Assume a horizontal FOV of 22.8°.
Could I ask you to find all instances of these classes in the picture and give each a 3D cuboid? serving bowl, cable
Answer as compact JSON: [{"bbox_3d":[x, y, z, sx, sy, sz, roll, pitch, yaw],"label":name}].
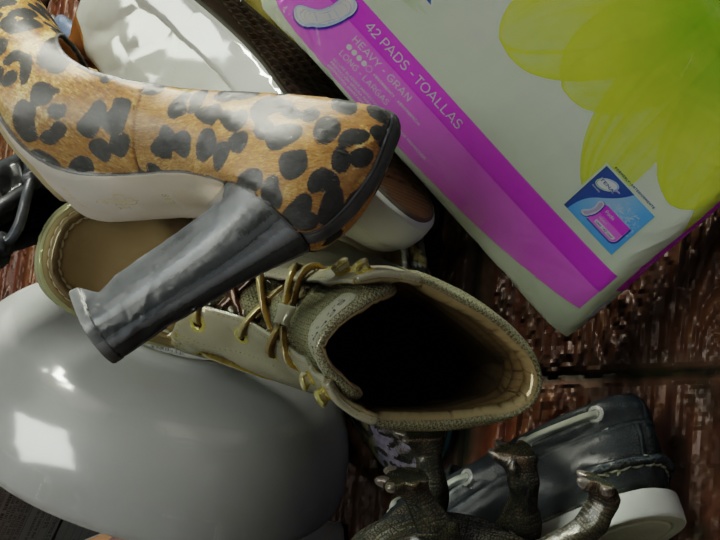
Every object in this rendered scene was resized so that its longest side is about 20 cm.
[{"bbox_3d":[-0.095,0.052,0.850,0.200,0.199,0.066,41,121,45],"label":"serving bowl"},{"bbox_3d":[-0.181,-0.010,0.866,0.163,0.200,0.051,-35,95,14],"label":"cable"}]

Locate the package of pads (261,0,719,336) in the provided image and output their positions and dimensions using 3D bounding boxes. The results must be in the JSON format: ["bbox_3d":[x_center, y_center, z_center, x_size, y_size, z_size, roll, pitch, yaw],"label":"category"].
[{"bbox_3d":[0.078,-0.098,0.735,0.200,0.068,0.154,47,113,-1],"label":"package of pads"}]

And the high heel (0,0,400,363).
[{"bbox_3d":[-0.073,-0.073,0.722,0.142,0.071,0.201,-31,58,6],"label":"high heel"}]

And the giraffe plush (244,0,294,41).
[{"bbox_3d":[-0.026,-0.153,0.862,0.162,0.173,0.200,-45,78,5],"label":"giraffe plush"}]

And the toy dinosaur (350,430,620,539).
[{"bbox_3d":[0.049,0.122,0.705,0.077,0.199,0.103,-105,19,-72],"label":"toy dinosaur"}]

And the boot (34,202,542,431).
[{"bbox_3d":[-0.034,0.015,0.741,0.155,0.199,0.072,-153,79,-77],"label":"boot"}]

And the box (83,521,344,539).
[{"bbox_3d":[-0.105,0.216,0.888,0.200,0.106,0.153,-27,60,39],"label":"box"}]

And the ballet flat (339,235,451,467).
[{"bbox_3d":[0.000,0.000,0.870,0.072,0.072,0.201,-23,62,40],"label":"ballet flat"}]

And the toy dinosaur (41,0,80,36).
[{"bbox_3d":[-0.120,-0.143,1.066,0.181,0.105,0.201,30,138,35],"label":"toy dinosaur"}]

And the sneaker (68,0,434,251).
[{"bbox_3d":[-0.053,-0.059,0.774,0.200,0.073,0.085,43,111,24],"label":"sneaker"}]

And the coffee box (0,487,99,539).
[{"bbox_3d":[-0.190,0.087,0.949,0.113,0.199,0.080,41,112,44],"label":"coffee box"}]

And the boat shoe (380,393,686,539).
[{"bbox_3d":[0.050,0.113,0.784,0.199,0.076,0.061,-24,61,27],"label":"boat shoe"}]
